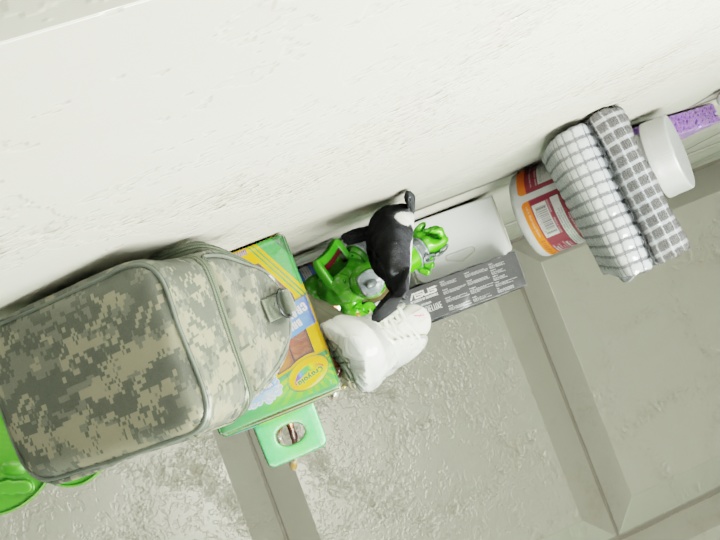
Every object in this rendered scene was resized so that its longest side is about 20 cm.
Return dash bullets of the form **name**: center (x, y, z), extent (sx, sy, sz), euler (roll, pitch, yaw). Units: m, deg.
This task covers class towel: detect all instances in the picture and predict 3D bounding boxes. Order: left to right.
- **towel**: center (0.267, -0.076, 1.106), extent (0.085, 0.167, 0.200), euler (-27, 176, 6)

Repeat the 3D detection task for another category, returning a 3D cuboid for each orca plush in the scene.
- **orca plush**: center (0.015, -0.014, 1.028), extent (0.070, 0.106, 0.201), euler (4, -146, 3)

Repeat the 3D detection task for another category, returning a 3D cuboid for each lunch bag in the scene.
- **lunch bag**: center (-0.165, 0.067, 0.825), extent (0.198, 0.141, 0.167), euler (-22, 176, 25)

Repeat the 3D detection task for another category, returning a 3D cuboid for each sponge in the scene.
- **sponge**: center (0.377, -0.172, 1.394), extent (0.199, 0.030, 0.111), euler (-19, 176, -40)

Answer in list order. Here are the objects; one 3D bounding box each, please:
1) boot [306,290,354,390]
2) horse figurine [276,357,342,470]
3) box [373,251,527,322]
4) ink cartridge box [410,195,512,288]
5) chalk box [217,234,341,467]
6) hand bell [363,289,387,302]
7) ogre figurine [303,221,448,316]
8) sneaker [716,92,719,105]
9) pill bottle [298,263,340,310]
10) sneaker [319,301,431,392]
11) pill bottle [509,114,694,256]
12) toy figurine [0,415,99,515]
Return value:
- **boot**: center (-0.054, 0.090, 1.220), extent (0.072, 0.154, 0.201), euler (-50, 159, -29)
- **horse figurine**: center (-0.107, 0.129, 1.185), extent (0.199, 0.134, 0.050), euler (25, -156, 38)
- **box**: center (0.106, 0.039, 1.405), extent (0.198, 0.050, 0.158), euler (-20, 175, -7)
- **ink cartridge box**: center (0.116, -0.031, 1.493), extent (0.144, 0.084, 0.200), euler (-20, 177, -8)
- **chalk box**: center (-0.096, 0.086, 1.021), extent (0.123, 0.202, 0.124), euler (-22, 175, -8)
- **hand bell**: center (0.004, 0.010, 1.652), extent (0.103, 0.105, 0.200), euler (-22, 163, 19)
- **ogre figurine**: center (0.000, 0.000, 1.234), extent (0.198, 0.099, 0.120), euler (12, -144, 40)
- **sneaker**: center (0.534, -0.212, 1.260), extent (0.198, 0.088, 0.074), euler (-23, 176, 19)
- **pill bottle**: center (-0.119, 0.071, 1.389), extent (0.198, 0.113, 0.112), euler (-20, 176, -11)
- **sneaker**: center (0.021, 0.062, 1.027), extent (0.099, 0.078, 0.200), euler (-34, 174, 0)
- **pill bottle**: center (0.286, -0.102, 1.259), extent (0.198, 0.111, 0.109), euler (-23, 176, 26)
- **toy figurine**: center (-0.356, 0.159, 1.128), extent (0.197, 0.152, 0.184), euler (2, -173, -6)
